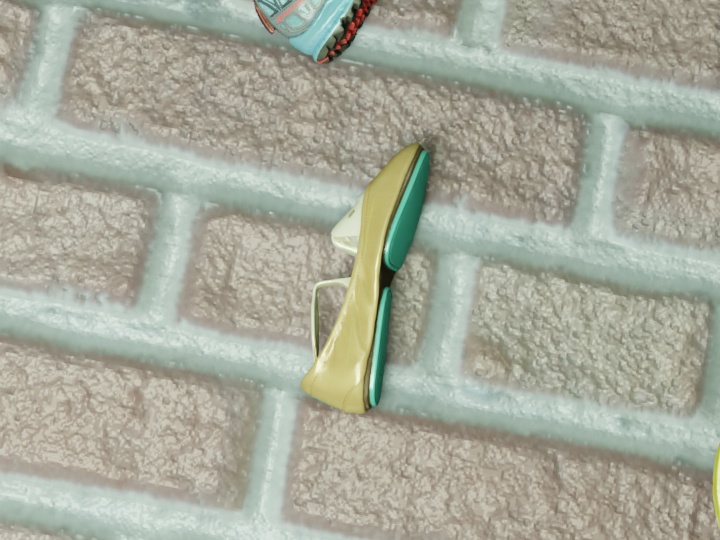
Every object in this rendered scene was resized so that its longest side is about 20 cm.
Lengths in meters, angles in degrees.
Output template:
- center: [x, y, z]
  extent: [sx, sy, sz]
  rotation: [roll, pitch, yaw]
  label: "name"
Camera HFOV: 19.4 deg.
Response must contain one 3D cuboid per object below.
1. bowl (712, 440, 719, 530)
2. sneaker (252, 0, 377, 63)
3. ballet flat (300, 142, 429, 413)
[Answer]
- center: [0.335, 0.155, 1.480]
  extent: [0.198, 0.108, 0.202]
  rotation: [1, 80, -3]
  label: "bowl"
- center: [-0.010, -0.257, 1.545]
  extent: [0.095, 0.079, 0.201]
  rotation: [30, 79, 4]
  label: "sneaker"
- center: [0.000, 0.000, 1.508]
  extent: [0.062, 0.069, 0.202]
  rotation: [10, 78, 12]
  label: "ballet flat"
